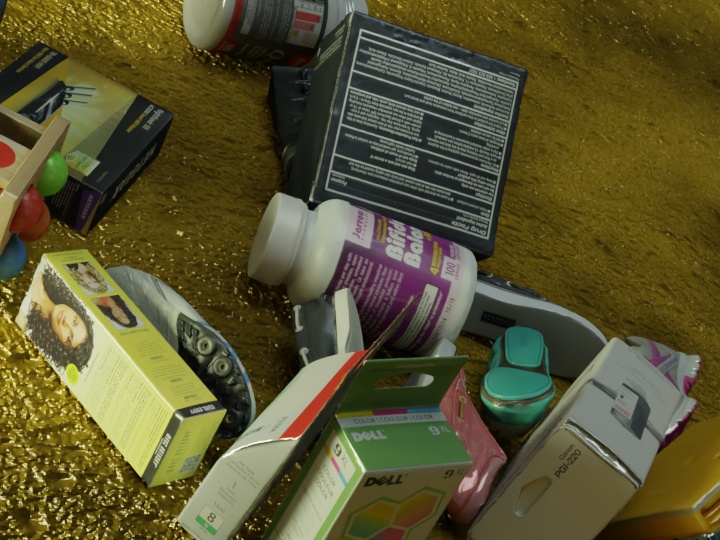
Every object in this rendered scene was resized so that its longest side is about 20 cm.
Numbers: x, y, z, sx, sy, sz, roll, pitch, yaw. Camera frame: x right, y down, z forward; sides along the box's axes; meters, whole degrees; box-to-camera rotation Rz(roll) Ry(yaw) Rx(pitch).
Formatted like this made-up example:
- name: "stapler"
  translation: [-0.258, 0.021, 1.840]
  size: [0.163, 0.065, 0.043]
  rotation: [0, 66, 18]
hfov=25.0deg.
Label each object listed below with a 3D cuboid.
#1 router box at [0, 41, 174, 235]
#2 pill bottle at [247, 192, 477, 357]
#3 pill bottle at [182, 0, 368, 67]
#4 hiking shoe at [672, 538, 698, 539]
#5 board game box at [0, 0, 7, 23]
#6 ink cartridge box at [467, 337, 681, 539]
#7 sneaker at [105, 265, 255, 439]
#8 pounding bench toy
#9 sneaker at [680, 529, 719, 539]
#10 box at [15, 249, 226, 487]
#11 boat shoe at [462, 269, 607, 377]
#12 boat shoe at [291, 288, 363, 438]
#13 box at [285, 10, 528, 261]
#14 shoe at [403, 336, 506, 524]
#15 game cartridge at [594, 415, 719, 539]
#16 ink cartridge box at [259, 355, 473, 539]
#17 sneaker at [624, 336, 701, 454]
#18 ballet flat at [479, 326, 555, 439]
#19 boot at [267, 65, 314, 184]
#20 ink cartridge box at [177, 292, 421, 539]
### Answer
- name: "router box"
  translation: [-0.284, -0.130, 1.540]
  size: [0.156, 0.053, 0.200]
  rotation: [28, 30, -1]
- name: "pill bottle"
  translation: [0.000, 0.000, 1.514]
  size: [0.198, 0.113, 0.113]
  rotation: [20, 30, -14]
- name: "pill bottle"
  translation: [-0.097, -0.299, 1.891]
  size: [0.198, 0.116, 0.116]
  rotation: [7, 36, -33]
- name: "hiking shoe"
  translation: [0.196, 0.265, 1.292]
  size: [0.074, 0.087, 0.199]
  rotation: [41, 32, 22]
- name: "board game box"
  translation: [-0.376, -0.226, 1.513]
  size: [0.061, 0.201, 0.201]
  rotation: [19, 45, -12]
- name: "ink cartridge box"
  translation: [0.183, 0.161, 1.364]
  size: [0.085, 0.146, 0.200]
  rotation: [40, 26, 6]
- name: "sneaker"
  translation: [-0.146, 0.066, 1.331]
  size: [0.200, 0.072, 0.072]
  rotation: [42, 6, 32]
- name: "pounding bench toy"
  translation: [-0.321, -0.094, 1.359]
  size: [0.155, 0.125, 0.201]
  rotation: [25, 37, -4]
- name: "sneaker"
  translation: [0.325, 0.220, 1.502]
  size: [0.086, 0.078, 0.200]
  rotation: [40, 36, -4]
- name: "box"
  translation: [-0.193, 0.074, 1.283]
  size: [0.050, 0.076, 0.200]
  rotation: [-9, 45, -49]
- name: "boat shoe"
  translation: [0.157, 0.044, 1.629]
  size: [0.198, 0.070, 0.066]
  rotation: [18, 31, -2]
- name: "boat shoe"
  translation: [-0.029, 0.101, 1.386]
  size: [0.060, 0.074, 0.201]
  rotation: [-13, 51, 10]
- name: "box"
  translation: [0.042, -0.124, 1.632]
  size: [0.198, 0.123, 0.200]
  rotation: [16, 75, -16]
- name: "shoe"
  translation: [0.078, 0.140, 1.414]
  size: [0.091, 0.072, 0.200]
  rotation: [35, 28, -7]
- name: "game cartridge"
  translation: [0.288, 0.172, 1.370]
  size: [0.176, 0.200, 0.033]
  rotation: [-35, 89, -26]
- name: "ink cartridge box"
  translation: [0.013, 0.155, 1.195]
  size: [0.103, 0.201, 0.059]
  rotation: [1, 41, -37]
- name: "sneaker"
  translation: [0.276, 0.128, 1.590]
  size: [0.088, 0.082, 0.200]
  rotation: [25, 23, 4]
- name: "ballet flat"
  translation: [0.144, 0.115, 1.490]
  size: [0.067, 0.071, 0.200]
  rotation: [8, 17, 7]
- name: "boot"
  translation: [-0.019, -0.146, 1.782]
  size: [0.163, 0.066, 0.201]
  rotation: [18, 27, -20]
- name: "ink cartridge box"
  translation: [-0.046, 0.102, 1.230]
  size: [0.050, 0.201, 0.161]
  rotation: [36, 30, 5]
